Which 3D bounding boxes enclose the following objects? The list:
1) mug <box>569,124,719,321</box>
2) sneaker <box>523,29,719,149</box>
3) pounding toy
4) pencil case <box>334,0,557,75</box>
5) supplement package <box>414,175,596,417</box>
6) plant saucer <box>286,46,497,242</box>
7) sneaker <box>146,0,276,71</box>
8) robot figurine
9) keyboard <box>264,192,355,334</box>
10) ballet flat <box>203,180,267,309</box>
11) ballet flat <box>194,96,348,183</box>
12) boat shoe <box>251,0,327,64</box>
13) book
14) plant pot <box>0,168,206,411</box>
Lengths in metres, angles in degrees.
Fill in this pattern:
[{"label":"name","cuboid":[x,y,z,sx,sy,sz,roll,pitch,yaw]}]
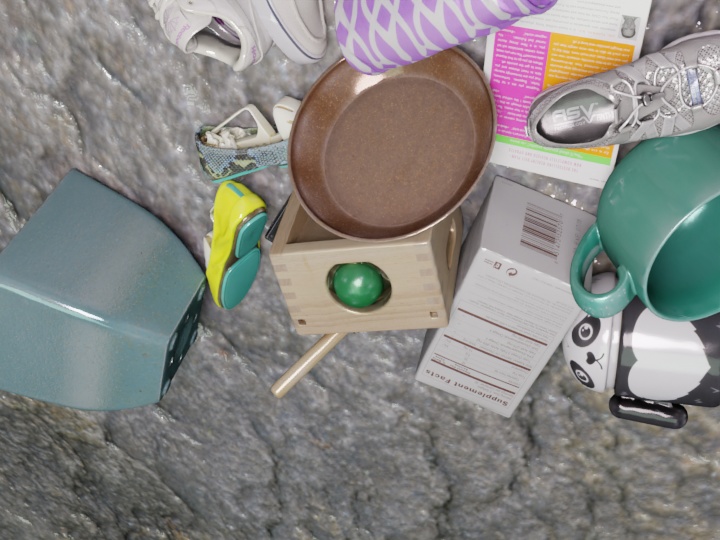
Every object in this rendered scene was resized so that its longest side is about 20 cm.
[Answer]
[{"label":"mug","cuboid":[0.268,-0.049,0.794,0.181,0.115,0.154,-5,132,-20]},{"label":"sneaker","cuboid":[0.222,-0.129,0.727,0.197,0.082,0.076,-16,102,30]},{"label":"pounding toy","cuboid":[0.000,0.000,0.900,0.180,0.202,0.144,-4,129,17]},{"label":"pencil case","cuboid":[0.066,-0.219,0.748,0.198,0.084,0.086,-6,88,46]},{"label":"supplement package","cuboid":[0.146,0.031,0.939,0.115,0.118,0.202,21,134,-1]},{"label":"plant saucer","cuboid":[0.030,-0.115,0.829,0.196,0.205,0.037,-1,161,21]},{"label":"sneaker","cuboid":[-0.161,-0.256,0.821,0.198,0.100,0.075,33,135,-7]},{"label":"robot figurine","cuboid":[0.298,0.068,0.906,0.195,0.154,0.125,6,162,15]},{"label":"keyboard","cuboid":[-0.019,0.003,1.046,0.198,0.021,0.128,33,126,-8]},{"label":"ballet flat","cuboid":[-0.147,-0.032,1.035,0.067,0.067,0.201,44,149,13]},{"label":"ballet flat","cuboid":[-0.087,-0.136,0.920,0.196,0.075,0.075,-10,126,26]},{"label":"boat shoe","cuboid":[-0.063,-0.276,0.790,0.069,0.071,0.203,-7,120,29]},{"label":"book","cuboid":[0.172,-0.179,0.798,0.131,0.048,0.203,12,131,12]},{"label":"plant pot","cuboid":[-0.291,0.043,1.063,0.196,0.198,0.198,20,134,1]}]
